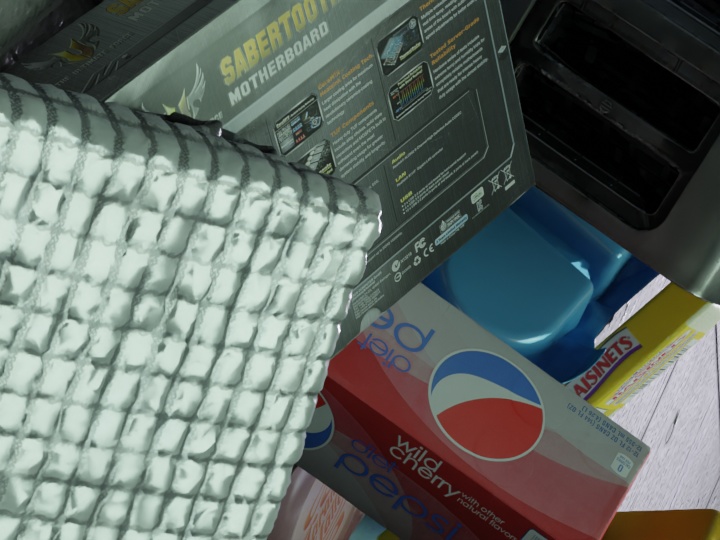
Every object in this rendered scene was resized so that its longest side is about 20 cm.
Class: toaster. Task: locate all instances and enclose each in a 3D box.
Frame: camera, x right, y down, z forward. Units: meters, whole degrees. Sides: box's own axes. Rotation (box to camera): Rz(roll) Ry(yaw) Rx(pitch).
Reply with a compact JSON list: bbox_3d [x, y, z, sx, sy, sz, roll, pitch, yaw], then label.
[{"bbox_3d":[0.145,-0.105,1.052,0.181,0.200,0.119,-57,158,12],"label":"toaster"}]

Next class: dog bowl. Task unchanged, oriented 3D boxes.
[{"bbox_3d":[0.084,-0.010,1.137,0.200,0.111,0.050,-45,175,-37],"label":"dog bowl"}]

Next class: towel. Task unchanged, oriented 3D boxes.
[{"bbox_3d":[-0.104,0.039,0.717,0.165,0.086,0.201,11,102,-43],"label":"towel"}]

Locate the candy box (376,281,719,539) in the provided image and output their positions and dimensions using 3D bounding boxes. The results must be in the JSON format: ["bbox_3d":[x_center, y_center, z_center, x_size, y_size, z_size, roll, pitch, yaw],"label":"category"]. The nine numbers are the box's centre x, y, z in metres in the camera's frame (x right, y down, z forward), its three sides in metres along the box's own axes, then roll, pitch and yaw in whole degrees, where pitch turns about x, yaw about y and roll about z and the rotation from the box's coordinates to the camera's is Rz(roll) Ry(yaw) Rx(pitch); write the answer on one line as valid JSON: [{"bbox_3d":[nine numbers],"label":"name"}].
[{"bbox_3d":[0.098,0.075,1.188,0.200,0.026,0.102,-42,166,7],"label":"candy box"}]

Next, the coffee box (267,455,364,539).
[{"bbox_3d":[-0.068,0.114,0.995,0.200,0.080,0.115,-54,157,-40],"label":"coffee box"}]

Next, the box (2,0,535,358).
[{"bbox_3d":[-0.028,-0.046,0.857,0.200,0.048,0.159,-41,133,-30],"label":"box"}]

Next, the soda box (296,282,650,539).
[{"bbox_3d":[0.010,0.048,0.950,0.070,0.200,0.063,-54,180,-39],"label":"soda box"}]

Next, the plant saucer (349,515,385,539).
[{"bbox_3d":[-0.043,0.166,1.157,0.201,0.039,0.201,-53,167,-18],"label":"plant saucer"}]

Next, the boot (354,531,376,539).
[{"bbox_3d":[0.052,0.049,1.249,0.186,0.064,0.200,-48,163,-43],"label":"boot"}]

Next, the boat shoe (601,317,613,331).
[{"bbox_3d":[0.104,-0.003,1.269,0.066,0.072,0.201,-26,-173,-7],"label":"boat shoe"}]

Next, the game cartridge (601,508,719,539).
[{"bbox_3d":[0.053,0.188,0.967,0.032,0.176,0.200,45,57,-28],"label":"game cartridge"}]
